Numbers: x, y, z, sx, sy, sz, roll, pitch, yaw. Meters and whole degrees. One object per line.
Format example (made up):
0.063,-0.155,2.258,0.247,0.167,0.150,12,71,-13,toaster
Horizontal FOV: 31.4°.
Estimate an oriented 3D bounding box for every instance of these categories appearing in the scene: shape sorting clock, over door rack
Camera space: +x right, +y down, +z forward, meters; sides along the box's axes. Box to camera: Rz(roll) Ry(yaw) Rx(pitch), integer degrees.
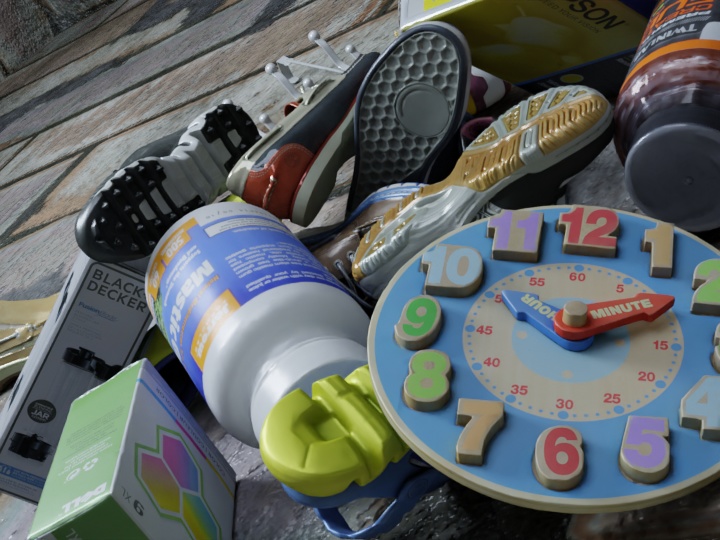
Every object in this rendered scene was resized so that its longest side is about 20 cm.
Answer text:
0.103,0.033,0.623,0.200,0.039,0.200,-3,39,2,shape sorting clock
-0.101,-0.209,1.478,0.148,0.067,0.200,-41,23,-20,over door rack

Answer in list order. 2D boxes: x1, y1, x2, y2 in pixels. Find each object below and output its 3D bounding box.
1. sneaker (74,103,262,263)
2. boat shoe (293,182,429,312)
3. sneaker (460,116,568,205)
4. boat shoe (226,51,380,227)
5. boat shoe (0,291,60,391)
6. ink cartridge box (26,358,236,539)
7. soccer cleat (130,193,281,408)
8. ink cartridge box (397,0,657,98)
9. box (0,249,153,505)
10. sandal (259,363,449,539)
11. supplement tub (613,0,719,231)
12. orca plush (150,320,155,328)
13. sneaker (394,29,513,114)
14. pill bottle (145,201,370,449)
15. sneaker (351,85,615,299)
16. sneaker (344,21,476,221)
-0.151,-0.052,0.925,0.090,0.066,0.200,-23,17,35,sneaker
0.000,0.000,0.912,0.200,0.072,0.072,-23,27,50,boat shoe
0.103,-0.085,0.912,0.070,0.082,0.200,-29,22,14,sneaker
-0.031,-0.108,0.956,0.063,0.071,0.200,20,45,10,boat shoe
-0.330,0.057,1.230,0.200,0.076,0.072,-33,21,1,boat shoe
-0.125,0.146,0.721,0.059,0.104,0.200,-30,22,11,ink cartridge box
-0.110,0.031,0.940,0.200,0.065,0.084,-57,33,4,soccer cleat
0.166,-0.179,0.900,0.200,0.198,0.047,-10,70,46,ink cartridge box
-0.209,0.062,0.950,0.200,0.060,0.117,-61,16,14,box
0.039,0.077,0.673,0.200,0.087,0.079,-22,45,-20,sandal
0.213,-0.107,0.773,0.107,0.107,0.200,-18,26,34,supplement tub
-0.125,-0.012,1.093,0.071,0.105,0.200,97,-169,-68,orca plush
0.094,-0.192,1.179,0.090,0.075,0.200,-25,28,0,sneaker
-0.056,0.043,0.806,0.112,0.112,0.200,-36,36,-6,pill bottle
0.089,-0.033,0.791,0.200,0.088,0.076,-37,18,34,sneaker
0.051,-0.119,0.955,0.146,0.077,0.202,-54,-14,-48,sneaker
